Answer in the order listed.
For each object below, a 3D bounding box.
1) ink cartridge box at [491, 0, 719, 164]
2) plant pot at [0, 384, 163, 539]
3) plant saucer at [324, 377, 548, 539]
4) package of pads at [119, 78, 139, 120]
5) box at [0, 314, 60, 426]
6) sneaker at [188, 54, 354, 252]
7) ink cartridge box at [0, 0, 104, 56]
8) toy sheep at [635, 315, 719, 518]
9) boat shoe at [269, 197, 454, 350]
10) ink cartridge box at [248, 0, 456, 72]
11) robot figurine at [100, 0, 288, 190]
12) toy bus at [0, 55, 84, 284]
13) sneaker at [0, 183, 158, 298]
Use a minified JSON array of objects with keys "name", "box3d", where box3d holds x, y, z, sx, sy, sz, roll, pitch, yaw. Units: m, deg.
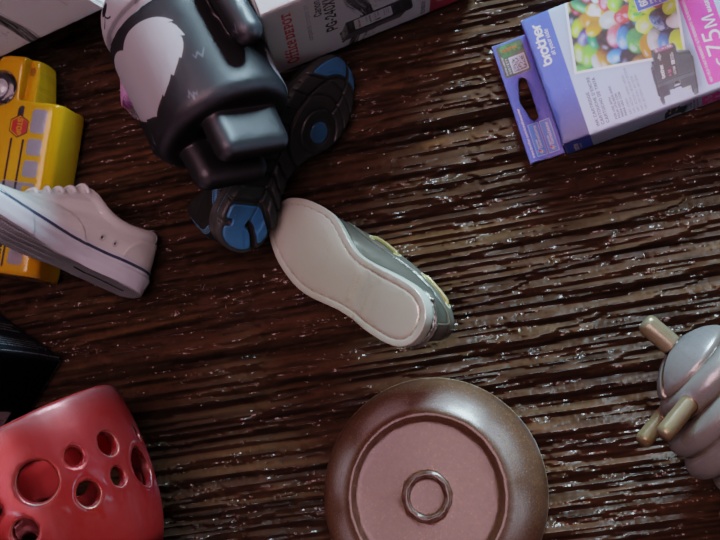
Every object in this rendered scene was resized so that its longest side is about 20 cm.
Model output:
[{"name":"ink cartridge box","box3d":[0.219,-0.180,1.185,0.198,0.042,0.121,-20,78,13]},{"name":"plant pot","box3d":[-0.259,0.222,1.175,0.199,0.200,0.184,-28,82,9]},{"name":"plant saucer","box3d":[0.060,0.192,1.179,0.198,0.037,0.203,-2,83,14]},{"name":"package of pads","box3d":[-0.162,-0.243,1.272,0.119,0.076,0.203,-5,82,10]},{"name":"box","box3d":[-0.421,0.107,1.271,0.196,0.124,0.201,33,92,18]},{"name":"sneaker","box3d":[-0.083,-0.113,1.235,0.082,0.073,0.201,21,71,50]},{"name":"ink cartridge box","box3d":[-0.310,-0.287,1.254,0.198,0.086,0.148,-12,60,38]},{"name":"toy sheep","box3d":[0.293,0.110,1.080,0.200,0.138,0.138,43,94,-1]},{"name":"boat shoe","box3d":[-0.001,0.003,1.203,0.201,0.060,0.073,38,108,34]},{"name":"ink cartridge box","box3d":[-0.006,-0.259,1.177,0.198,0.145,0.084,-23,79,-2]},{"name":"robot figurine","box3d":[-0.138,-0.167,1.151,0.149,0.125,0.202,-30,74,9]},{"name":"toy bus","box3d":[-0.311,-0.094,1.296,0.077,0.065,0.203,7,84,15]},{"name":"sneaker","box3d":[-0.269,-0.046,1.236,0.073,0.199,0.072,-8,59,50]}]
